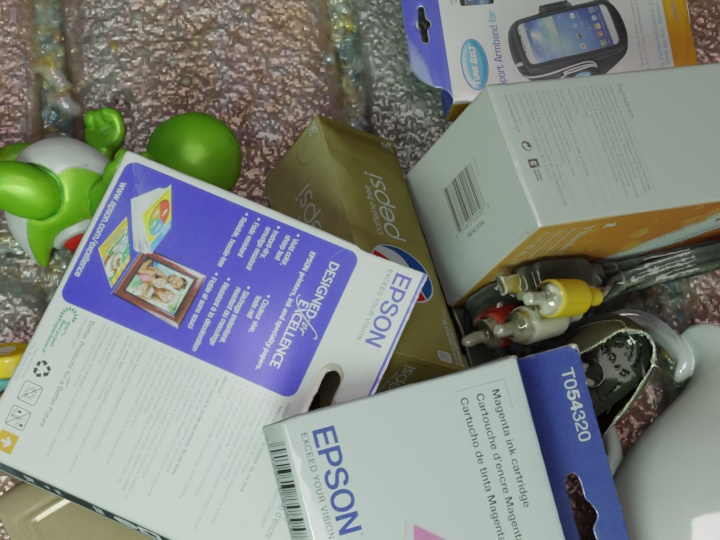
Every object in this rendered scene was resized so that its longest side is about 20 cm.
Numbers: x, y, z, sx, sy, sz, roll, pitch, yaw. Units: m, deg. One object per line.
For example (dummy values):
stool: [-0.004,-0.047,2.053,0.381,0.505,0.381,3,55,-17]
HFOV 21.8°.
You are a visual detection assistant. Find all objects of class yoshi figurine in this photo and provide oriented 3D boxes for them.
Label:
yoshi figurine: [-0.160,-0.068,1.189,0.199,0.112,0.113,11,64,-6]

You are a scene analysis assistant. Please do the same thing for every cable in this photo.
cable: [0.146,0.020,1.163,0.200,0.097,0.050,-4,72,-35]

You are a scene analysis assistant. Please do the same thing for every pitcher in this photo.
pitcher: [0.202,0.123,1.188,0.171,0.121,0.200,17,60,17]

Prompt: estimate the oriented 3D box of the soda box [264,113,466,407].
soda box: [0.000,0.000,1.151,0.064,0.068,0.200,17,40,-33]

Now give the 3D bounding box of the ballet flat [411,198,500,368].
ballet flat: [0.049,0.047,1.202,0.064,0.067,0.200,-5,68,-32]

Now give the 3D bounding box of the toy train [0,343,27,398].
toy train: [-0.234,0.033,1.129,0.200,0.056,0.150,37,114,2]

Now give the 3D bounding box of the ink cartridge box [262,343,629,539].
ink cartridge box: [0.065,0.153,1.023,0.200,0.043,0.197,-14,86,-20]

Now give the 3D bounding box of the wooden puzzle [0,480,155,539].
wooden puzzle: [-0.091,0.164,1.076,0.185,0.037,0.200,-30,62,-4]

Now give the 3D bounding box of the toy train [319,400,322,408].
toy train: [-0.031,0.129,1.155,0.200,0.056,0.151,18,93,0]

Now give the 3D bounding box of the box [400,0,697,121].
box: [0.127,-0.170,1.293,0.199,0.041,0.119,-5,75,-7]

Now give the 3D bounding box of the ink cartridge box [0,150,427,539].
ink cartridge box: [-0.088,0.057,1.070,0.200,0.043,0.198,22,76,13]

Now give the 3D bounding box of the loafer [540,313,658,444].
loafer: [0.104,0.092,1.129,0.200,0.070,0.075,-43,90,-16]

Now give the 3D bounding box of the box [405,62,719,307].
box: [0.151,-0.055,1.187,0.200,0.124,0.098,-9,70,-28]
